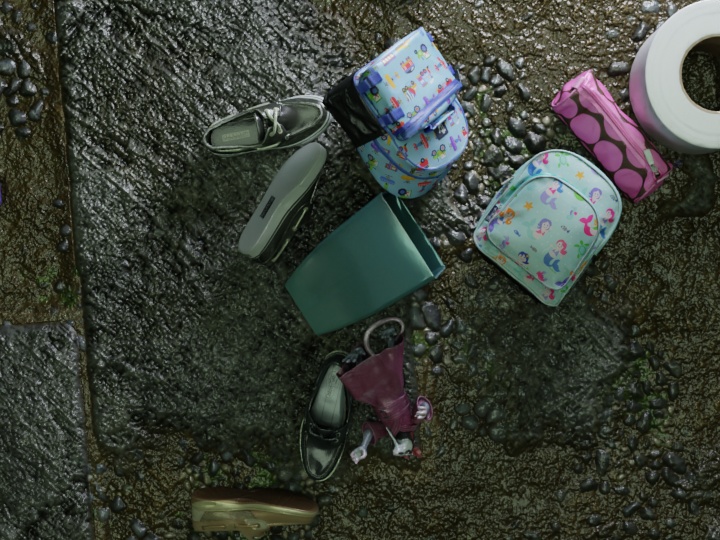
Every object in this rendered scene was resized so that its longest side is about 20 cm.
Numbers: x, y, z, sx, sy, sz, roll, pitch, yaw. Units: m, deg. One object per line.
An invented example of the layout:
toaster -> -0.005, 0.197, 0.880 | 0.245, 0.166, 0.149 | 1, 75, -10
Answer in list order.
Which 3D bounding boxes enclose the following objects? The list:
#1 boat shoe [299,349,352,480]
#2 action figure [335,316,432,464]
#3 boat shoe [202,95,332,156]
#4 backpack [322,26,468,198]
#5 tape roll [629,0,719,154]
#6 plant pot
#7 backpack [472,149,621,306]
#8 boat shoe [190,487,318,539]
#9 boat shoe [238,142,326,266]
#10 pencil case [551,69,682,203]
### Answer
boat shoe -> -0.050, 0.222, 1.688 | 0.073, 0.066, 0.202 | 17, 94, 3
action figure -> 0.037, 0.195, 1.676 | 0.132, 0.149, 0.202 | -19, 110, 10
boat shoe -> -0.137, -0.211, 1.670 | 0.197, 0.064, 0.072 | -16, 91, 5
backpack -> 0.072, -0.215, 1.606 | 0.182, 0.134, 0.201 | -38, 98, -34
tape roll -> 0.489, -0.269, 1.589 | 0.199, 0.139, 0.206 | 0, 93, 5
plant pot -> 0.000, 0.000, 1.644 | 0.199, 0.141, 0.142 | -35, 89, 12
backpack -> 0.273, -0.072, 1.616 | 0.177, 0.151, 0.201 | 39, 90, 3
boat shoe -> -0.159, 0.371, 1.706 | 0.197, 0.071, 0.066 | 2, 99, 12
boat shoe -> -0.105, -0.098, 1.683 | 0.063, 0.071, 0.201 | 29, 101, -37
pencil case -> 0.365, -0.197, 1.625 | 0.091, 0.094, 0.200 | -43, 88, 5
